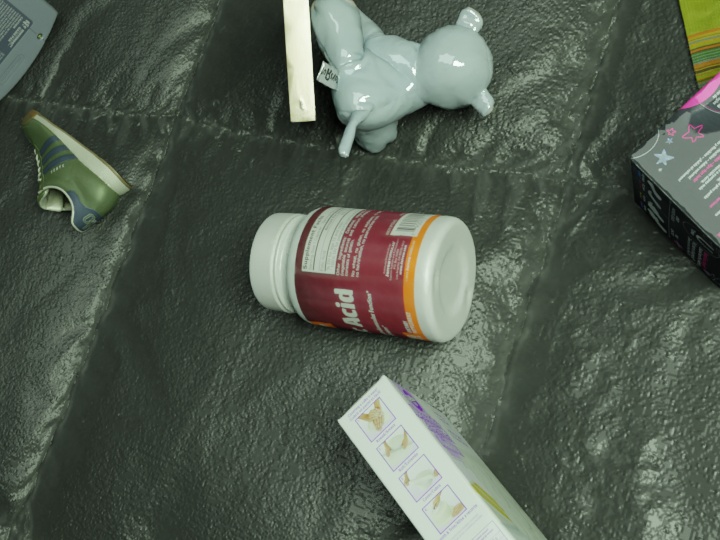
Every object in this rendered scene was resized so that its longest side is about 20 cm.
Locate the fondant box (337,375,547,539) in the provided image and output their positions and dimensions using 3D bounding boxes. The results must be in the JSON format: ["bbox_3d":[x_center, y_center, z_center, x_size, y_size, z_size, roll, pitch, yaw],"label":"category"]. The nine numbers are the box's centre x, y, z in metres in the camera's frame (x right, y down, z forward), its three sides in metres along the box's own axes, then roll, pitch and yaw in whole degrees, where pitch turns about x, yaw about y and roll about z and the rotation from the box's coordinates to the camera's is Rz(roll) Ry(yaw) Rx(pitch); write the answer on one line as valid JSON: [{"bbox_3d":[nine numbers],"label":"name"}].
[{"bbox_3d":[0.083,0.190,0.806,0.058,0.144,0.200,-44,57,4],"label":"fondant box"}]

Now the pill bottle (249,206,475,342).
[{"bbox_3d":[0.000,0.000,0.945,0.197,0.114,0.116,6,72,29],"label":"pill bottle"}]

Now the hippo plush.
[{"bbox_3d":[0.046,-0.210,0.972,0.158,0.200,0.162,-16,94,9],"label":"hippo plush"}]

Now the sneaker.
[{"bbox_3d":[-0.369,-0.119,1.208,0.199,0.067,0.090,34,82,30],"label":"sneaker"}]

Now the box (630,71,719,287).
[{"bbox_3d":[0.330,-0.101,0.800,0.200,0.132,0.115,-42,69,5],"label":"box"}]

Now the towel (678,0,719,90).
[{"bbox_3d":[0.342,-0.254,0.930,0.085,0.018,0.203,-14,64,21],"label":"towel"}]

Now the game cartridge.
[{"bbox_3d":[-0.496,-0.294,1.307,0.041,0.133,0.201,38,88,34],"label":"game cartridge"}]

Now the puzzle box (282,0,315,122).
[{"bbox_3d":[-0.061,-0.218,0.999,0.025,0.200,0.136,-3,99,-2],"label":"puzzle box"}]
